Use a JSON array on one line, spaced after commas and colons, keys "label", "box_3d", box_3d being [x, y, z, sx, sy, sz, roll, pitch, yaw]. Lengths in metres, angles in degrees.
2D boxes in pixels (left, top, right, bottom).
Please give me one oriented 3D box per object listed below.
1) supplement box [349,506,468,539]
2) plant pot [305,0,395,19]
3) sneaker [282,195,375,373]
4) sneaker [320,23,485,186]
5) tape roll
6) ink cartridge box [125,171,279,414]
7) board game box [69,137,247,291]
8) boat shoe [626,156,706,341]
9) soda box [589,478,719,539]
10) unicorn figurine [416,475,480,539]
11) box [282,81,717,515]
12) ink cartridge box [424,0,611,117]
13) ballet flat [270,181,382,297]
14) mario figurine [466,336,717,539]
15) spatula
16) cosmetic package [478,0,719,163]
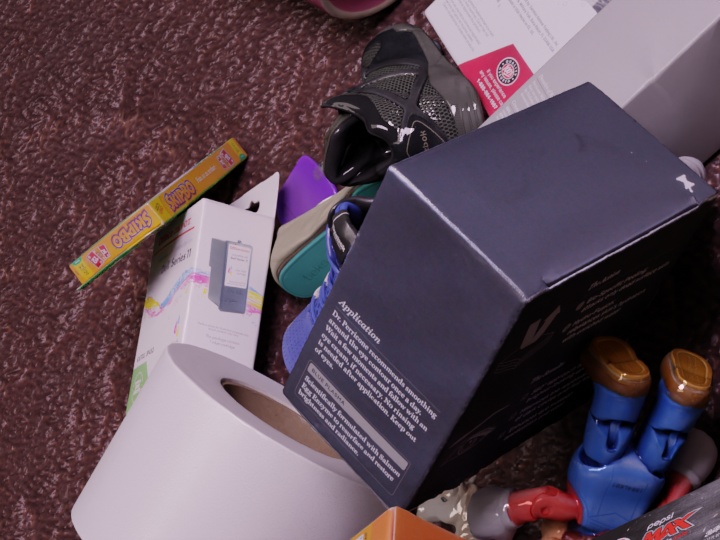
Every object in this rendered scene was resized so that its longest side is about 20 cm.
[{"label": "supplement box", "box_3d": [-0.012, 0.223, 1.128, 0.200, 0.066, 0.069, -42, 30, 43]}, {"label": "plant pot", "box_3d": [-0.036, -0.307, 1.483, 0.200, 0.200, 0.179, -50, 60, 15]}, {"label": "sneaker", "box_3d": [0.001, 0.000, 1.345, 0.199, 0.115, 0.081, -36, 49, 27]}, {"label": "sneaker", "box_3d": [0.012, -0.124, 1.347, 0.114, 0.077, 0.200, -16, 30, -9]}, {"label": "tape roll", "box_3d": [-0.085, 0.162, 1.292, 0.203, 0.202, 0.140, 36, 97, 47]}, {"label": "ink cartridge box", "box_3d": [-0.127, 0.018, 1.470, 0.117, 0.067, 0.201, -29, 50, 60]}, {"label": "board game box", "box_3d": [-0.167, -0.047, 1.501, 0.095, 0.030, 0.200, -36, 8, 27]}, {"label": "boat shoe", "box_3d": [0.172, 0.007, 1.215, 0.074, 0.067, 0.200, 48, 130, 16]}, {"label": "soda box", "box_3d": [0.186, 0.172, 1.031, 0.200, 0.063, 0.071, -32, 14, 35]}, {"label": "unicorn figurine", "box_3d": [0.038, 0.225, 1.211, 0.137, 0.074, 0.200, -51, 21, 30]}, {"label": "box", "box_3d": [0.083, 0.015, 1.107, 0.117, 0.196, 0.200, 45, 133, 20]}, {"label": "ink cartridge box", "box_3d": [0.162, -0.198, 1.303, 0.200, 0.083, 0.146, -44, 46, 20]}, {"label": "ballet flat", "box_3d": [0.006, -0.050, 1.406, 0.200, 0.069, 0.070, -31, 53, 32]}, {"label": "mario figurine", "box_3d": [0.146, 0.131, 1.146, 0.123, 0.106, 0.201, 27, 116, 18]}, {"label": "spatula", "box_3d": [-0.001, -0.106, 1.463, 0.200, 0.021, 0.057, -49, 58, 13]}, {"label": "cosmetic package", "box_3d": [0.184, -0.112, 1.226, 0.200, 0.107, 0.090, -44, 46, 18]}]
